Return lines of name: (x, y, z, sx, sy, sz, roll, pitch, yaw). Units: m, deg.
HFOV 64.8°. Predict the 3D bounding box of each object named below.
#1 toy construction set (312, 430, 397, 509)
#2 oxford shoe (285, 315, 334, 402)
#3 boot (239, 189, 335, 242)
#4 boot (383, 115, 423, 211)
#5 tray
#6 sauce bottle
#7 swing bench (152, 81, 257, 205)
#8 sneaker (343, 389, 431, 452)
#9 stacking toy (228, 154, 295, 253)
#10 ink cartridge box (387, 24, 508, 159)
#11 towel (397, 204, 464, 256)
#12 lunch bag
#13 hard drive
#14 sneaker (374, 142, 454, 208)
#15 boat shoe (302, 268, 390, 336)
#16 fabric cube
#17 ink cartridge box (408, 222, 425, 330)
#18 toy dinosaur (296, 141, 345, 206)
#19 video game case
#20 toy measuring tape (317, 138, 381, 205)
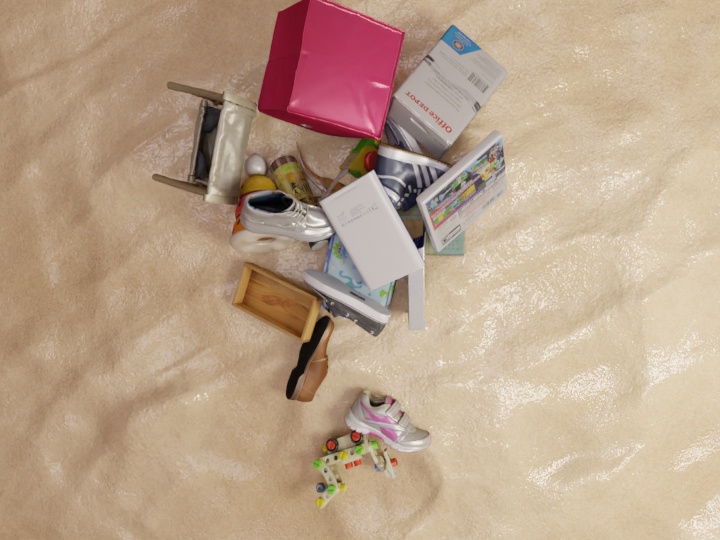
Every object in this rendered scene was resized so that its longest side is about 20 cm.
toy construction set: (-0.019, 0.428, 1.247, 0.196, 0.092, 0.134, -17, 71, 0)
oxford shoe: (-0.097, 0.196, 1.251, 0.070, 0.071, 0.203, 20, 99, -25)
boot: (-0.129, -0.106, 1.083, 0.195, 0.096, 0.075, 0, 73, -16)
boot: (0.075, -0.226, 1.157, 0.089, 0.073, 0.202, -31, 85, -7)
tray: (-0.180, 0.066, 1.217, 0.197, 0.037, 0.101, 24, 100, 25)
sauce bottle: (-0.124, -0.141, 1.181, 0.064, 0.065, 0.203, -28, 79, 8)
swing bench: (-0.297, -0.250, 1.137, 0.197, 0.129, 0.203, 21, 101, 35)
sneaker: (0.066, 0.324, 1.232, 0.196, 0.081, 0.090, 21, 100, 2)
stacking toy: (-0.215, -0.147, 1.201, 0.143, 0.146, 0.205, -11, 77, 7)
ink cartridge box: (0.168, -0.347, 1.108, 0.146, 0.086, 0.201, 39, 78, 0)
towel: (0.124, -0.107, 1.207, 0.195, 0.022, 0.150, 2, 96, 8)
lunch bag: (0.000, 0.000, 1.189, 0.157, 0.082, 0.204, 16, 105, 9)
hard drive: (0.022, -0.073, 1.085, 0.130, 0.025, 0.202, -23, 102, 33)
sneaker: (0.111, -0.168, 1.099, 0.196, 0.070, 0.111, 13, 105, -20)
boat shoe: (-0.036, 0.068, 1.142, 0.197, 0.070, 0.067, 28, 107, 2)
fabric cube: (-0.061, -0.369, 1.069, 0.193, 0.199, 0.204, 10, 100, -28)
ink cartridge box: (0.115, 0.010, 1.167, 0.038, 0.100, 0.205, 1, 105, 5)
toy dinosaur: (-0.071, -0.175, 1.209, 0.197, 0.060, 0.108, 25, 75, -1)
video game case: (0.203, -0.149, 1.104, 0.199, 0.183, 0.023, -40, 58, -4)
toy measuring tape: (-0.010, -0.194, 1.166, 0.073, 0.074, 0.202, 34, 71, 0)
